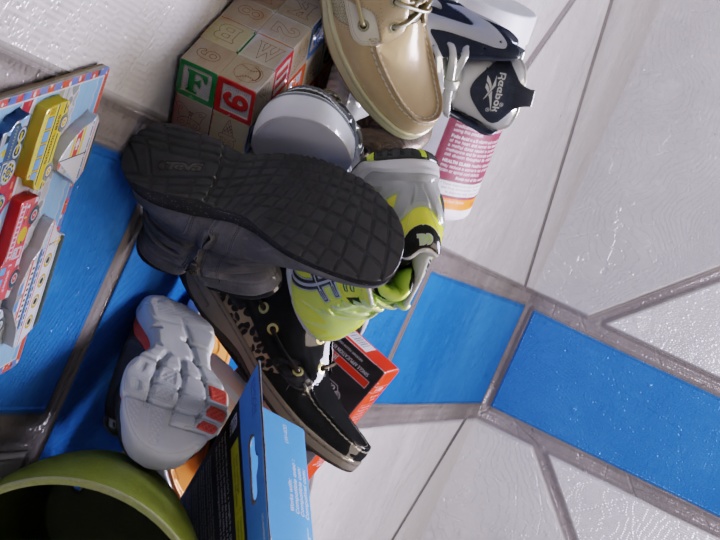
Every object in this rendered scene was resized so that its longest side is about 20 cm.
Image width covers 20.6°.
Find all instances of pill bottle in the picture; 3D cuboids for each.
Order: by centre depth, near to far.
[{"bbox_3d":[0.083,-0.159,1.830,0.202,0.113,0.114,-69,167,17],"label":"pill bottle"}]

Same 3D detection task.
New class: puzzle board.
[{"bbox_3d":[-0.201,-0.014,1.126,0.202,0.017,0.151,-69,167,19],"label":"puzzle board"}]

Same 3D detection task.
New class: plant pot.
[{"bbox_3d":[-0.180,0.192,1.303,0.200,0.186,0.189,-82,-166,-76],"label":"plant pot"}]

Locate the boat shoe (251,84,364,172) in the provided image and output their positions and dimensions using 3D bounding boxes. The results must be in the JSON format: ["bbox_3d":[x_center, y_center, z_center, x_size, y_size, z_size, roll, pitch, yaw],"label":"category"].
[{"bbox_3d":[-0.031,-0.089,1.332,0.200,0.068,0.057,80,21,-74],"label":"boat shoe"}]

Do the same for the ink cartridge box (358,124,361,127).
[{"bbox_3d":[-0.027,-0.053,1.667,0.200,0.043,0.197,-51,171,-46],"label":"ink cartridge box"}]

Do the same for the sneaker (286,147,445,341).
[{"bbox_3d":[0.000,0.000,1.332,0.200,0.075,0.077,119,-33,-54],"label":"sneaker"}]

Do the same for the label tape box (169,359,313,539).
[{"bbox_3d":[-0.071,0.180,1.332,0.201,0.063,0.145,122,-29,-44],"label":"label tape box"}]

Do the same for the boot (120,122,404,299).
[{"bbox_3d":[-0.059,-0.021,1.294,0.070,0.199,0.132,-58,163,-24],"label":"boot"}]

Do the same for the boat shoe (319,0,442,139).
[{"bbox_3d":[0.014,-0.185,1.333,0.072,0.065,0.202,-34,107,-45],"label":"boat shoe"}]

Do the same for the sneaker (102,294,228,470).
[{"bbox_3d":[-0.141,0.095,1.366,0.082,0.077,0.200,-57,-168,21],"label":"sneaker"}]

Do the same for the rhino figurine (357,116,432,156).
[{"bbox_3d":[0.020,-0.134,1.577,0.060,0.087,0.201,126,-15,-52],"label":"rhino figurine"}]

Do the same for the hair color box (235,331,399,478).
[{"bbox_3d":[-0.071,0.126,1.639,0.200,0.101,0.061,-51,170,9],"label":"hair color box"}]

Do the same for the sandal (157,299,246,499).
[{"bbox_3d":[-0.107,0.082,1.481,0.079,0.059,0.208,60,30,-42],"label":"sandal"}]

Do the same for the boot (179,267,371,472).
[{"bbox_3d":[-0.022,0.031,1.458,0.150,0.201,0.073,-39,176,6],"label":"boot"}]

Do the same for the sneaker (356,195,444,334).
[{"bbox_3d":[0.012,-0.022,1.672,0.200,0.074,0.085,-49,-171,44],"label":"sneaker"}]

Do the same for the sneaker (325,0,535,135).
[{"bbox_3d":[0.059,-0.141,1.441,0.199,0.129,0.080,-42,154,-61],"label":"sneaker"}]

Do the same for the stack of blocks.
[{"bbox_3d":[-0.060,-0.141,1.381,0.200,0.058,0.116,-54,163,-44],"label":"stack of blocks"}]
